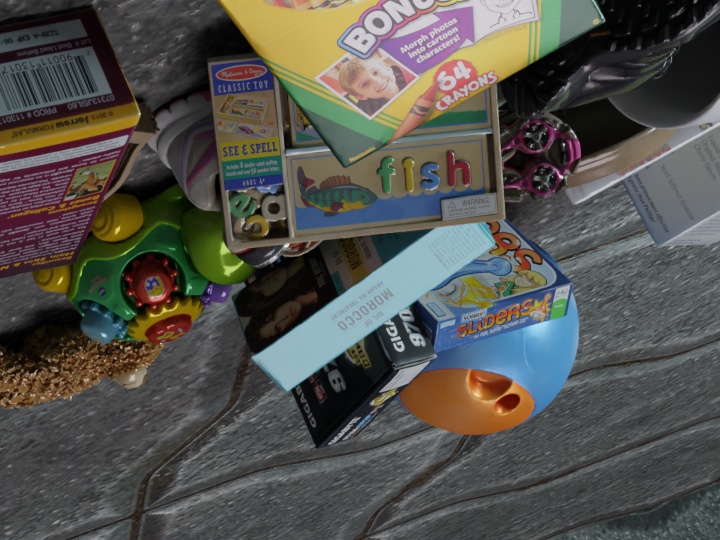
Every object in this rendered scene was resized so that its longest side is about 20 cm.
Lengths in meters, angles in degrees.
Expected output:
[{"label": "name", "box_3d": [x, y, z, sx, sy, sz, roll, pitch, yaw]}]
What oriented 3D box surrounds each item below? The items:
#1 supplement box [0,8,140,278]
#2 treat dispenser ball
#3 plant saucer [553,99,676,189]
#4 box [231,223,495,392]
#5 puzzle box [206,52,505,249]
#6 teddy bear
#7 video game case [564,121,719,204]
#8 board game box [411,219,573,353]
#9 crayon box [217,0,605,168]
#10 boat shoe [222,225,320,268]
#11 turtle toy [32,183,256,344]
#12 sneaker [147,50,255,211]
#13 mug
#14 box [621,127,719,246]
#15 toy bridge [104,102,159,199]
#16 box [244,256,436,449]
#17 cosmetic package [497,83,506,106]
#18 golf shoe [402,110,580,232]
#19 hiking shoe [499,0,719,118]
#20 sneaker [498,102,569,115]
[{"label": "supplement box", "box_3d": [-0.229, -0.074, 1.300, 0.110, 0.086, 0.200, -14, 159, -28]}, {"label": "treat dispenser ball", "box_3d": [0.108, 0.056, 1.890, 0.200, 0.202, 0.201, -22, 161, -8]}, {"label": "plant saucer", "box_3d": [0.172, -0.109, 1.614, 0.199, 0.030, 0.200, -17, -161, 6]}, {"label": "box", "box_3d": [0.000, 0.000, 1.511, 0.200, 0.082, 0.049, -36, 127, 9]}, {"label": "puzzle box", "box_3d": [-0.002, -0.091, 1.370, 0.199, 0.134, 0.025, -7, -166, -5]}, {"label": "teddy bear", "box_3d": [-0.262, 0.087, 1.726, 0.199, 0.067, 0.145, -10, 159, -35]}, {"label": "video game case", "box_3d": [0.258, -0.130, 1.706, 0.181, 0.023, 0.200, -29, -170, 14]}, {"label": "board game box", "box_3d": [0.066, -0.016, 1.656, 0.135, 0.200, 0.035, -15, 131, -28]}, {"label": "crayon box", "box_3d": [0.028, -0.181, 1.258, 0.199, 0.058, 0.173, -29, 131, 12]}, {"label": "boat shoe", "box_3d": [-0.048, -0.046, 1.486, 0.071, 0.063, 0.200, -24, -163, 21]}, {"label": "turtle toy", "box_3d": [-0.152, -0.005, 1.558, 0.200, 0.102, 0.145, -37, 158, 33]}, {"label": "sneaker", "box_3d": [-0.056, -0.108, 1.419, 0.199, 0.089, 0.081, -33, 160, 23]}, {"label": "mug", "box_3d": [0.265, -0.190, 1.540, 0.175, 0.149, 0.199, -14, -175, -42]}, {"label": "box", "box_3d": [0.360, -0.114, 1.858, 0.199, 0.105, 0.184, -31, 169, 21]}, {"label": "toy bridge", "box_3d": [-0.216, -0.059, 1.451, 0.200, 0.027, 0.067, -36, 159, 31]}, {"label": "box", "box_3d": [-0.026, 0.023, 1.634, 0.046, 0.201, 0.159, -12, 159, -33]}, {"label": "cosmetic package", "box_3d": [0.124, -0.193, 1.433, 0.199, 0.073, 0.103, -32, 160, 21]}, {"label": "golf shoe", "box_3d": [0.055, -0.074, 1.440, 0.199, 0.073, 0.092, -8, -165, -8]}, {"label": "hiking shoe", "box_3d": [0.191, -0.173, 1.374, 0.199, 0.076, 0.100, -27, 170, 35]}, {"label": "sneaker", "box_3d": [0.083, -0.116, 1.550, 0.200, 0.098, 0.071, -31, 155, 21]}]
